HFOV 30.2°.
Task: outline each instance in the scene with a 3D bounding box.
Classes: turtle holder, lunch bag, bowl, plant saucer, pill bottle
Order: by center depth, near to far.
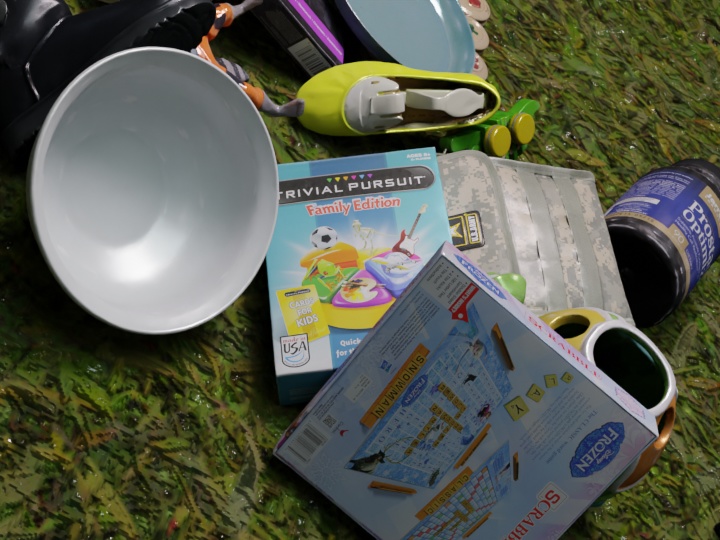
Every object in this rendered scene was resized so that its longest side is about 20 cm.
[{"bbox_3d":[-0.165,-0.058,0.971,0.199,0.090,0.204,-4,97,-38],"label":"bowl"},{"bbox_3d":[0.166,0.082,1.031,0.140,0.132,0.187,-13,71,-29],"label":"turtle holder"},{"bbox_3d":[0.116,-0.008,1.152,0.198,0.118,0.166,7,55,-23],"label":"lunch bag"},{"bbox_3d":[0.296,-0.035,1.308,0.112,0.112,0.200,46,43,5],"label":"pill bottle"},{"bbox_3d":[0.035,-0.261,1.311,0.199,0.027,0.202,29,42,-30],"label":"plant saucer"}]

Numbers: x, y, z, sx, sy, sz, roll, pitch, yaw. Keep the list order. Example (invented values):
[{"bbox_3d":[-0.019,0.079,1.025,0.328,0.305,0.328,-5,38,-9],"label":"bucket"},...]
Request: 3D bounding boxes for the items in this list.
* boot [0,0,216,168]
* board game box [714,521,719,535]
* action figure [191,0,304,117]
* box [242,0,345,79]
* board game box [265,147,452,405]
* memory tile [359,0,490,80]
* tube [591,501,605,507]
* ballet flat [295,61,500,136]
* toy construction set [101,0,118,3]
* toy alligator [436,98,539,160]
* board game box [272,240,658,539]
[{"bbox_3d":[-0.229,-0.199,1.005,0.169,0.199,0.076,56,9,12],"label":"boot"},{"bbox_3d":[0.416,0.293,1.195,0.134,0.028,0.201,-12,65,-41],"label":"board game box"},{"bbox_3d":[-0.144,-0.140,1.105,0.192,0.104,0.203,-15,93,-36],"label":"action figure"},{"bbox_3d":[-0.064,-0.291,1.260,0.143,0.036,0.202,46,34,-36],"label":"box"},{"bbox_3d":[0.000,0.000,1.055,0.149,0.047,0.202,-7,56,-3],"label":"board game box"},{"bbox_3d":[0.070,-0.252,1.385,0.152,0.017,0.202,24,46,-19],"label":"memory tile"},{"bbox_3d":[0.114,0.143,1.079,0.198,0.050,0.078,19,51,-20],"label":"tube"},{"bbox_3d":[0.040,-0.155,1.213,0.198,0.068,0.067,-4,15,-24],"label":"ballet flat"},{"bbox_3d":[-0.173,-0.307,1.192,0.131,0.091,0.202,45,44,-35],"label":"toy construction set"},{"bbox_3d":[0.110,-0.113,1.281,0.199,0.059,0.055,-29,119,-40],"label":"toy alligator"},{"bbox_3d":[0.073,0.118,0.957,0.199,0.200,0.041,40,18,-3],"label":"board game box"}]
